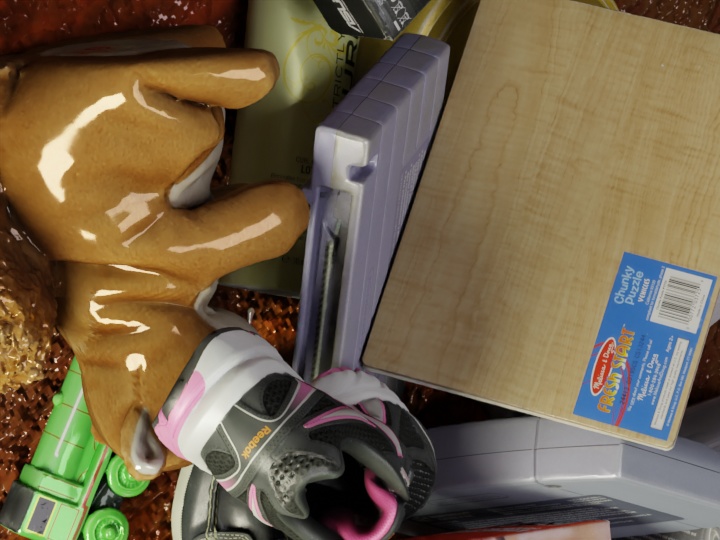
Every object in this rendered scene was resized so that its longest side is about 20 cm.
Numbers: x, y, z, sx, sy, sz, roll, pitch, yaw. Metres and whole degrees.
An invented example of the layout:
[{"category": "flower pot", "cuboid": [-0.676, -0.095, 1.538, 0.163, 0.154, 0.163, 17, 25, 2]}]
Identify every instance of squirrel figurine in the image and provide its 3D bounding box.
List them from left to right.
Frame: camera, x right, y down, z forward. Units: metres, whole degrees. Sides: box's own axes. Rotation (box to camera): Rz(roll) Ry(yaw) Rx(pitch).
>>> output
[{"category": "squirrel figurine", "cuboid": [-0.122, -0.002, 1.061, 0.199, 0.141, 0.187, -8, 103, -20]}]

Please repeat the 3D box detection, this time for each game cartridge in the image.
[{"category": "game cartridge", "cuboid": [0.000, 0.000, 1.158, 0.130, 0.038, 0.200, -59, 159, -60]}, {"category": "game cartridge", "cuboid": [0.085, 0.106, 1.211, 0.133, 0.200, 0.042, 24, 65, -39]}]

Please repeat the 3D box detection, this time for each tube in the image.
[{"category": "tube", "cuboid": [-0.031, -0.088, 1.167, 0.058, 0.052, 0.201, 26, 72, -81]}]

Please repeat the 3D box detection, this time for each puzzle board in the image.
[{"category": "puzzle board", "cuboid": [0.101, -0.028, 1.146, 0.017, 0.150, 0.200, 61, 46, -70]}]

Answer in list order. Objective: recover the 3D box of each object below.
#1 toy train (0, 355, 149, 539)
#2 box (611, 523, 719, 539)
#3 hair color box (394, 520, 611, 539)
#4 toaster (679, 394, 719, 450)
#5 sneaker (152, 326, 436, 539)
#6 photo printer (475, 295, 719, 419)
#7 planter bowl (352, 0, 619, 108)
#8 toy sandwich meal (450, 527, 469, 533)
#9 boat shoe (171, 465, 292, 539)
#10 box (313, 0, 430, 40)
[{"category": "toy train", "cuboid": [-0.133, 0.104, 1.134, 0.056, 0.042, 0.200, 24, 84, -27]}, {"category": "box", "cuboid": [0.138, 0.189, 1.269, 0.050, 0.200, 0.158, 13, 90, -38]}, {"category": "hair color box", "cuboid": [0.033, 0.177, 1.115, 0.200, 0.064, 0.111, -3, 86, -45]}, {"category": "toaster", "cuboid": [0.203, 0.150, 1.372, 0.129, 0.113, 0.201, -19, 110, -39]}, {"category": "sneaker", "cuboid": [-0.012, 0.092, 1.055, 0.080, 0.086, 0.200, -53, 153, 9]}, {"category": "photo printer", "cuboid": [0.142, 0.005, 1.234, 0.200, 0.069, 0.166, -38, 167, -5]}, {"category": "planter bowl", "cuboid": [0.088, -0.078, 1.241, 0.200, 0.083, 0.201, -10, 106, -37]}, {"category": "toy sandwich meal", "cuboid": [0.010, 0.214, 1.228, 0.205, 0.070, 0.206, 14, 90, -73]}, {"category": "boat shoe", "cuboid": [-0.054, 0.152, 1.193, 0.072, 0.068, 0.201, 8, 94, -38]}, {"category": "box", "cuboid": [0.014, -0.240, 1.102, 0.193, 0.047, 0.200, -50, 126, -23]}]
